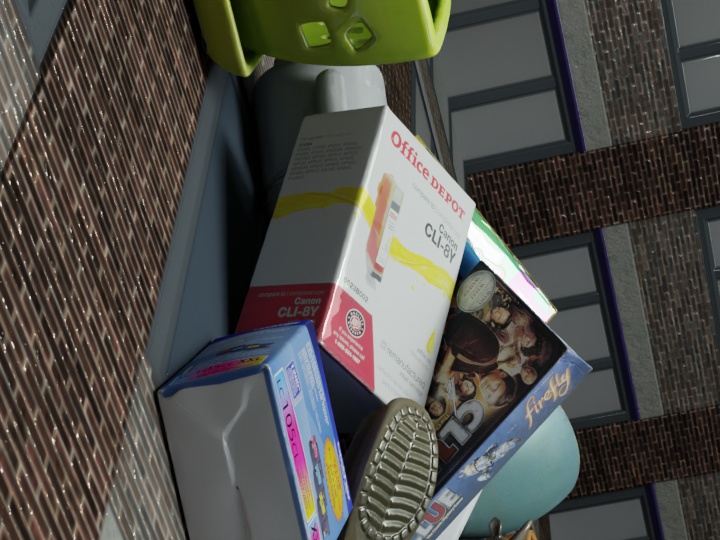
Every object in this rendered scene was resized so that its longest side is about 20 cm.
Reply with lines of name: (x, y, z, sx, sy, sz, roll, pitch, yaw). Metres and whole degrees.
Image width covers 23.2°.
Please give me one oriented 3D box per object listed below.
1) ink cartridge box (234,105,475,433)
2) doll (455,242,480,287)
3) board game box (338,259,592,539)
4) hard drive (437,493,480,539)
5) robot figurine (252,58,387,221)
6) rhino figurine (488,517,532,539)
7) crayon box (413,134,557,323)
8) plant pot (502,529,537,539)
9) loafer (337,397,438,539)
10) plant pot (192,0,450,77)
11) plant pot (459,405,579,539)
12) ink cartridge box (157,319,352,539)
ink cartridge box: (0.000, 0.000, 1.303, 0.145, 0.083, 0.202, 44, 52, -44)
doll: (0.059, 0.021, 1.425, 0.048, 0.136, 0.203, -1, 90, -39)
board game box: (0.063, 0.105, 1.308, 0.035, 0.200, 0.136, 39, 5, -40)
hard drive: (0.058, 0.253, 1.506, 0.133, 0.025, 0.200, -66, 173, 26)
robot figurine: (-0.028, -0.101, 1.453, 0.170, 0.111, 0.202, 96, -13, -71)
rhino figurine: (0.089, 0.277, 1.442, 0.201, 0.059, 0.087, -61, 171, 25)
crayon box: (0.062, -0.010, 1.586, 0.200, 0.058, 0.172, 50, -25, -7)
plant pot: (0.124, 0.371, 1.762, 0.200, 0.138, 0.203, -11, 90, -82)
loafer: (-0.007, 0.182, 1.228, 0.076, 0.067, 0.202, 35, 69, -40)
plant pot: (-0.040, -0.261, 1.349, 0.200, 0.179, 0.201, -76, 153, -69)
plant pot: (0.110, 0.201, 1.831, 0.135, 0.199, 0.202, -39, 125, -40)
ink cartridge box: (-0.060, 0.112, 1.120, 0.200, 0.075, 0.138, -53, 132, -80)
